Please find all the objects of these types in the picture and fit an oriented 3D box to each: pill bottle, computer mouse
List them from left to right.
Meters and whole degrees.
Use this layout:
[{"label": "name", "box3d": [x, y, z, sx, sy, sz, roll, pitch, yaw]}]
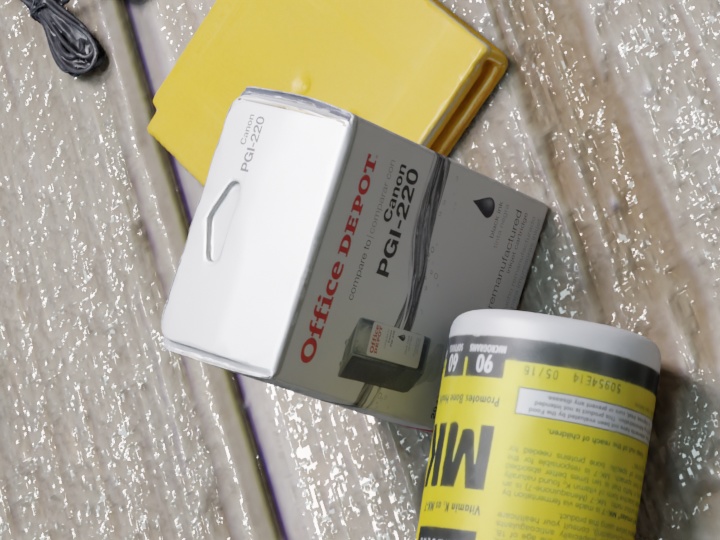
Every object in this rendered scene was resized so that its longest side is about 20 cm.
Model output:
[{"label": "computer mouse", "box3d": [-0.160, -0.235, 1.746, 0.140, 0.046, 0.200, 47, 118, 31]}, {"label": "pill bottle", "box3d": [0.087, 0.128, 1.411, 0.114, 0.114, 0.200, 2, 78, 37]}]

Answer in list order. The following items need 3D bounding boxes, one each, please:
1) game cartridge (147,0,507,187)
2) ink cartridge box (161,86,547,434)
[{"label": "game cartridge", "box3d": [-0.026, -0.106, 1.618, 0.200, 0.032, 0.176, 44, 104, 39]}, {"label": "ink cartridge box", "box3d": [0.000, 0.000, 1.457, 0.085, 0.200, 0.146, 15, 87, 38]}]
